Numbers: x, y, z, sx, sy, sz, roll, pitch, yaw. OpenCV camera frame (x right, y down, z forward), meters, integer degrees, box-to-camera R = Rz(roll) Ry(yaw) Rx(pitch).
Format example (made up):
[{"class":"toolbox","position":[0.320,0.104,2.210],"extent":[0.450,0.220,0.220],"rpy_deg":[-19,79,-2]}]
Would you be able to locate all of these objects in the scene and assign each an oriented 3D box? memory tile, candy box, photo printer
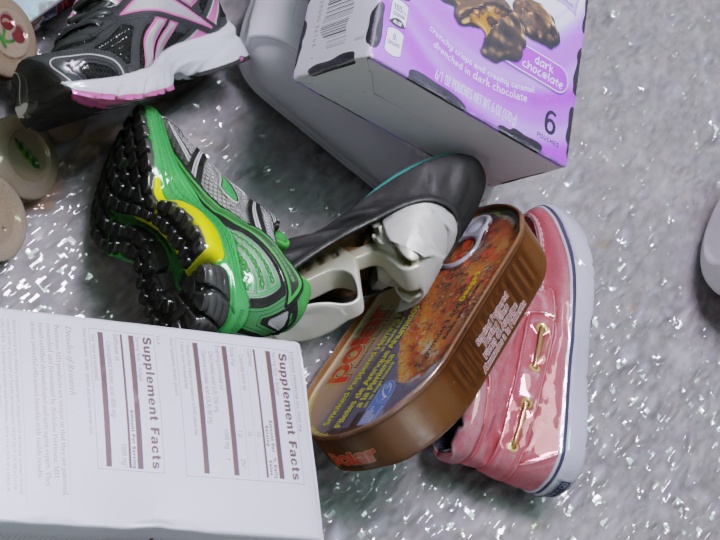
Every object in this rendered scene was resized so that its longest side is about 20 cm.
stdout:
[{"class":"memory tile","position":[-0.232,-0.114,0.921],"extent":[0.200,0.017,0.154],"rpy_deg":[52,43,-30]},{"class":"candy box","position":[0.059,-0.178,1.021],"extent":[0.167,0.071,0.202],"rpy_deg":[24,67,-37]},{"class":"photo printer","position":[0.021,-0.139,1.115],"extent":[0.199,0.069,0.167],"rpy_deg":[38,51,-9]}]

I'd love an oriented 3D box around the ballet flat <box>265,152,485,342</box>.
[{"class":"ballet flat","position":[0.000,0.000,0.984],"extent":[0.199,0.068,0.068],"rpy_deg":[-28,43,-13]}]

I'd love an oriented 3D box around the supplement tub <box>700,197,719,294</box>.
[{"class":"supplement tub","position":[0.355,0.000,1.197],"extent":[0.199,0.140,0.141],"rpy_deg":[32,50,-11]}]

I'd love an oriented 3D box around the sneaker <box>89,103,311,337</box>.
[{"class":"sneaker","position":[-0.093,-0.022,0.942],"extent":[0.085,0.078,0.200],"rpy_deg":[13,29,-35]}]

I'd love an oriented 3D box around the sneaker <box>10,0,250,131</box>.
[{"class":"sneaker","position":[-0.142,-0.139,0.977],"extent":[0.200,0.080,0.087],"rpy_deg":[-39,112,-64]}]

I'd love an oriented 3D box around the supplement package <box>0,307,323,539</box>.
[{"class":"supplement package","position":[-0.134,0.097,0.844],"extent":[0.198,0.114,0.111],"rpy_deg":[8,59,-30]}]

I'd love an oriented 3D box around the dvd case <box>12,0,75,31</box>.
[{"class":"dvd case","position":[-0.188,-0.239,1.025],"extent":[0.199,0.022,0.146],"rpy_deg":[-37,85,-16]}]

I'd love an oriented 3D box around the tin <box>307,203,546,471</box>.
[{"class":"tin","position":[0.038,0.038,0.990],"extent":[0.042,0.111,0.200],"rpy_deg":[55,49,-25]}]

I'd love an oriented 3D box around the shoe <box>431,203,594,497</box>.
[{"class":"shoe","position":[0.090,0.037,1.051],"extent":[0.090,0.071,0.202],"rpy_deg":[19,57,-25]}]
